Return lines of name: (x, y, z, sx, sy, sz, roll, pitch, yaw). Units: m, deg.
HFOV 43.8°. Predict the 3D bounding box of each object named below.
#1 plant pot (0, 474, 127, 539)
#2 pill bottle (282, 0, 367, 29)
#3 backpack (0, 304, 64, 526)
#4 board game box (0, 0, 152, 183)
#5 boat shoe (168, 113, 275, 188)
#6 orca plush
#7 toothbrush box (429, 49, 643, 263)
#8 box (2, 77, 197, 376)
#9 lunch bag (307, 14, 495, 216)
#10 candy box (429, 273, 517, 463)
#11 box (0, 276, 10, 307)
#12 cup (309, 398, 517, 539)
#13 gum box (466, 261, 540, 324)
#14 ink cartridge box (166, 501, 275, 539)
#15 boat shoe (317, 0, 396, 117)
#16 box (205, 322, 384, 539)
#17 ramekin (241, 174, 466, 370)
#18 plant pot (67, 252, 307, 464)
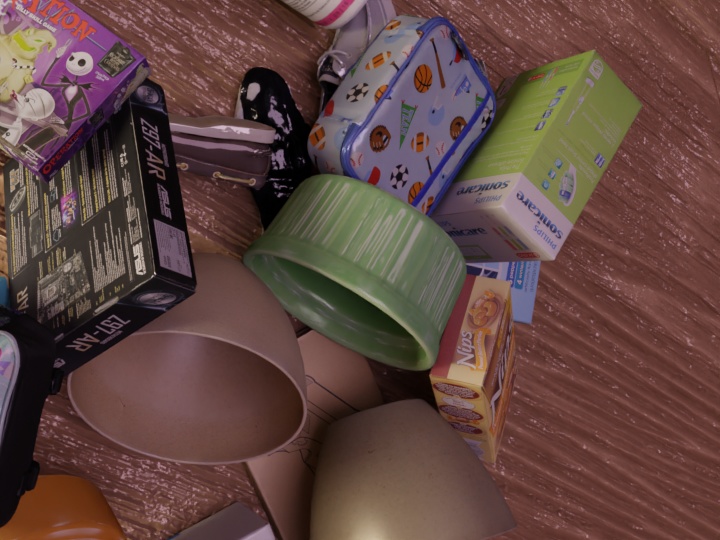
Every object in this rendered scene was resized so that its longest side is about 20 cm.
plant pot: (-0.248, 0.293, 0.685, 0.200, 0.183, 0.200, -30, 145, -23)
pill bottle: (-0.078, -0.324, 0.836, 0.200, 0.113, 0.113, 27, 80, -26)
backpack: (-0.326, 0.095, 0.590, 0.200, 0.151, 0.178, 15, 94, 4)
board game box: (-0.274, -0.170, 0.683, 0.200, 0.032, 0.120, 36, 72, 10)
boat shoe: (-0.179, -0.114, 0.811, 0.200, 0.072, 0.060, 5, 108, -15)
orca plush: (-0.083, -0.098, 0.867, 0.105, 0.071, 0.200, 10, 87, -28)
toothbrush box: (0.170, -0.111, 0.912, 0.086, 0.146, 0.200, 41, 70, -22)
box: (-0.212, -0.038, 0.704, 0.044, 0.160, 0.200, 25, 41, -50)
lunch bag: (0.049, -0.141, 0.874, 0.200, 0.076, 0.160, -54, 132, -15)
candy box: (0.120, 0.105, 0.916, 0.200, 0.055, 0.115, 72, 32, -56)
box: (-0.315, 0.109, 0.716, 0.082, 0.049, 0.200, -44, 136, -62)
cup: (0.033, 0.208, 0.868, 0.200, 0.200, 0.143, -9, 72, -28)
gum box: (0.112, -0.040, 0.989, 0.200, 0.045, 0.170, 12, 86, -29)
ink cartridge box: (-0.131, 0.350, 0.853, 0.146, 0.084, 0.200, -23, 104, -26)
boat shoe: (-0.012, -0.190, 0.902, 0.068, 0.072, 0.200, 0, 102, -43)
box: (-0.048, 0.165, 0.925, 0.163, 0.021, 0.200, -28, 106, -24)
ramekin: (0.000, 0.000, 0.826, 0.200, 0.200, 0.098, 38, 71, -24)
plant pot: (-0.142, 0.064, 0.795, 0.200, 0.200, 0.135, 29, 41, -26)
